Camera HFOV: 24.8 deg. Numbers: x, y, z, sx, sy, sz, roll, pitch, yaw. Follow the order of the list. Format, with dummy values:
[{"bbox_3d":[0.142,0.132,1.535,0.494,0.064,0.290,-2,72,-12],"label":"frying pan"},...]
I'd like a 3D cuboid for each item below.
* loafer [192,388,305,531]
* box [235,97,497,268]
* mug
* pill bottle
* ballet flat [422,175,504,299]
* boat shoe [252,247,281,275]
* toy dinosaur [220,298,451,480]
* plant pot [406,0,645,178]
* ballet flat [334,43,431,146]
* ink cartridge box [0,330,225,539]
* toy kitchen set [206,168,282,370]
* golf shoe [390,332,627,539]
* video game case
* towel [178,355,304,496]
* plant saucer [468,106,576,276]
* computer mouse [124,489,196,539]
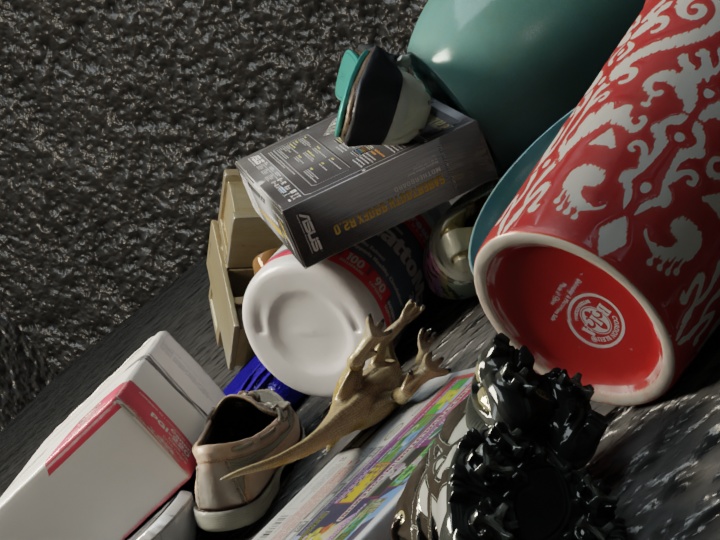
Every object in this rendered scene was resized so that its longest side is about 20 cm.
[{"bbox_3d":[-0.083,0.119,1.186,0.071,0.063,0.200,-10,16,8],"label":"loafer"},{"bbox_3d":[-0.002,-0.077,1.248,0.157,0.049,0.200,-25,19,-8],"label":"box"},{"bbox_3d":[0.157,-0.026,0.802,0.133,0.178,0.200,15,51,35],"label":"mug"},{"bbox_3d":[0.000,0.000,1.298,0.119,0.120,0.200,-35,10,37],"label":"pill bottle"},{"bbox_3d":[0.103,-0.034,1.167,0.199,0.070,0.071,-31,-7,38],"label":"ballet flat"},{"bbox_3d":[-0.036,0.001,1.504,0.075,0.074,0.200,-33,-9,21],"label":"boat shoe"},{"bbox_3d":[0.002,0.078,0.998,0.101,0.058,0.200,-53,-8,31],"label":"toy dinosaur"},{"bbox_3d":[0.133,-0.167,1.253,0.160,0.201,0.201,-37,7,-3],"label":"plant pot"},{"bbox_3d":[0.018,-0.127,1.187,0.073,0.073,0.200,-39,12,9],"label":"ballet flat"},{"bbox_3d":[-0.188,0.141,1.237,0.146,0.085,0.200,-43,8,10],"label":"ink cartridge box"},{"bbox_3d":[-0.070,0.015,1.827,0.201,0.179,0.164,103,160,-44],"label":"toy kitchen set"},{"bbox_3d":[0.055,0.105,0.671,0.095,0.077,0.200,-56,0,19],"label":"golf shoe"},{"bbox_3d":[0.005,0.127,0.925,0.200,0.023,0.182,-43,8,-23],"label":"video game case"},{"bbox_3d":[-0.108,0.121,1.408,0.147,0.050,0.200,-31,12,48],"label":"towel"},{"bbox_3d":[0.155,-0.052,1.026,0.199,0.027,0.201,-35,25,19],"label":"plant saucer"},{"bbox_3d":[-0.172,0.224,1.173,0.200,0.044,0.110,-40,4,40],"label":"computer mouse"}]
